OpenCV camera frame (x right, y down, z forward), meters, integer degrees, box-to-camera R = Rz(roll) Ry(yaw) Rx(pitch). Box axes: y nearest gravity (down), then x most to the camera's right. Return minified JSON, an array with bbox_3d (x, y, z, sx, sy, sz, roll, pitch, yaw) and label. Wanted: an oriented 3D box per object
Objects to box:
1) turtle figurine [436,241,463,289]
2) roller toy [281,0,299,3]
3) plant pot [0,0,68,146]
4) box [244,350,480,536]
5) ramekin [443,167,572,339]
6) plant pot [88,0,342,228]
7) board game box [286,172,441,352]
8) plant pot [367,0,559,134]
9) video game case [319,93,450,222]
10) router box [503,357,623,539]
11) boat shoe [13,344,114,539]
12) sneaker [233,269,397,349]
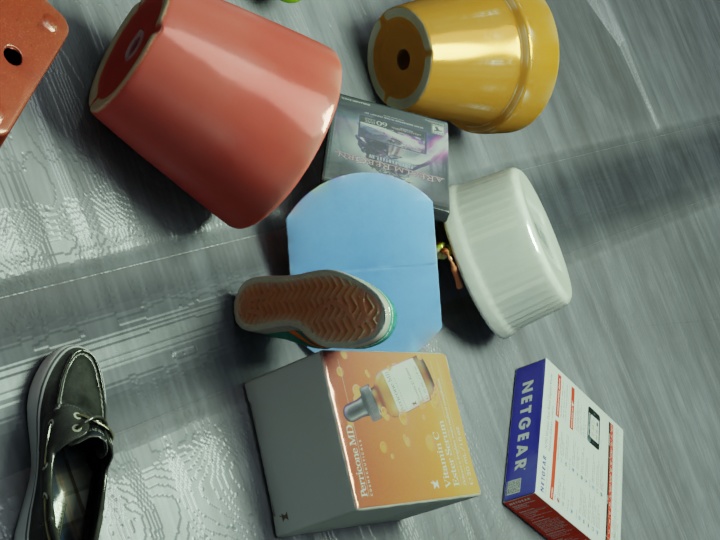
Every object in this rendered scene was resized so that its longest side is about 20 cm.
[{"bbox_3d":[0.049,-0.069,1.423,0.200,0.064,0.162,38,38,-35],"label":"turtle figurine"},{"bbox_3d":[-0.113,-0.415,1.355,0.199,0.139,0.183,22,53,-43],"label":"roller toy"},{"bbox_3d":[-0.332,-0.147,0.887,0.200,0.176,0.201,44,40,-27],"label":"plant pot"},{"bbox_3d":[0.005,0.166,1.191,0.199,0.106,0.153,5,66,-51],"label":"box"},{"bbox_3d":[0.181,-0.027,1.486,0.201,0.097,0.201,56,20,-33],"label":"ramekin"},{"bbox_3d":[-0.143,-0.166,1.143,0.177,0.200,0.201,30,48,-27],"label":"plant pot"},{"bbox_3d":[0.000,0.000,1.279,0.157,0.039,0.201,-5,92,-14],"label":"board game box"},{"bbox_3d":[0.116,-0.269,1.537,0.182,0.200,0.201,-9,76,-37],"label":"plant pot"},{"bbox_3d":[0.030,-0.130,1.369,0.142,0.019,0.200,14,34,-7],"label":"video game case"},{"bbox_3d":[0.257,0.240,1.517,0.179,0.049,0.201,42,42,-29],"label":"router box"},{"bbox_3d":[-0.222,0.144,0.949,0.070,0.066,0.201,33,46,-36],"label":"boat shoe"},{"bbox_3d":[-0.029,0.039,1.150,0.080,0.199,0.072,15,84,-44],"label":"sneaker"}]
